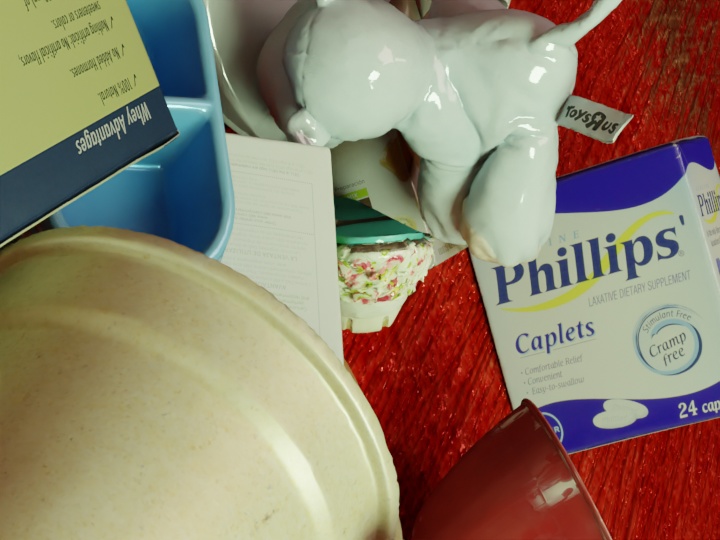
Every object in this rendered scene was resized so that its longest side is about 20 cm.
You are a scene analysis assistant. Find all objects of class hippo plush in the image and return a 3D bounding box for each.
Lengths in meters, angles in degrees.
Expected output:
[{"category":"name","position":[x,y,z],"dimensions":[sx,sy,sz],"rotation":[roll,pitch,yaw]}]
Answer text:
[{"category":"hippo plush","position":[0.028,-0.083,0.975],"dimensions":[0.159,0.200,0.161],"rotation":[0,96,-23]}]

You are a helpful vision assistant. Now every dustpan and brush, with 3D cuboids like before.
[{"category":"dustpan and brush","position":[-0.083,-0.183,1.013],"dimensions":[0.200,0.057,0.140],"rotation":[46,71,-34]}]

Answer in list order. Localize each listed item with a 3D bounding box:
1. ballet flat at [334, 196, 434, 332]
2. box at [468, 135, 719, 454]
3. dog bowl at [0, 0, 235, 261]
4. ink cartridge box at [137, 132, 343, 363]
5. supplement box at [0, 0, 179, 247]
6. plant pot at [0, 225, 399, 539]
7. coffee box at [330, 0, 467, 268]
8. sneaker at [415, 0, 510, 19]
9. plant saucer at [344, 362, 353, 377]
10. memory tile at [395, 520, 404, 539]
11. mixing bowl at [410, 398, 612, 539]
[{"category":"ballet flat","position":[0.000,0.000,0.996],"dimensions":[0.200,0.075,0.065],"rotation":[-133,-139,-79]},{"category":"box","position":[0.193,0.021,1.353],"dimensions":[0.105,0.182,0.202],"rotation":[-13,87,-64]},{"category":"dog bowl","position":[-0.115,-0.069,0.832],"dimensions":[0.110,0.050,0.202],"rotation":[1,67,-27]},{"category":"ink cartridge box","position":[-0.066,0.032,0.877],"dimensions":[0.103,0.059,0.202],"rotation":[7,61,-21]},{"category":"supplement box","position":[-0.194,-0.097,0.646],"dimensions":[0.202,0.133,0.200],"rotation":[69,25,-11]},{"category":"plant pot","position":[-0.111,0.118,0.658],"dimensions":[0.202,0.199,0.184],"rotation":[62,38,-24]},{"category":"coffee box","position":[0.001,-0.098,1.135],"dimensions":[0.114,0.079,0.202],"rotation":[-29,102,-67]},{"category":"sneaker","position":[0.049,-0.157,1.242],"dimensions":[0.200,0.074,0.088],"rotation":[-124,-146,-73]},{"category":"plant saucer","position":[-0.035,0.107,0.973],"dimensions":[0.200,0.032,0.202],"rotation":[46,35,-47]},{"category":"memory tile","position":[0.032,0.217,0.946],"dimensions":[0.154,0.017,0.201],"rotation":[-76,143,-63]},{"category":"mixing bowl","position":[0.095,0.190,1.090],"dimensions":[0.200,0.107,0.202],"rotation":[156,-90,-87]}]
